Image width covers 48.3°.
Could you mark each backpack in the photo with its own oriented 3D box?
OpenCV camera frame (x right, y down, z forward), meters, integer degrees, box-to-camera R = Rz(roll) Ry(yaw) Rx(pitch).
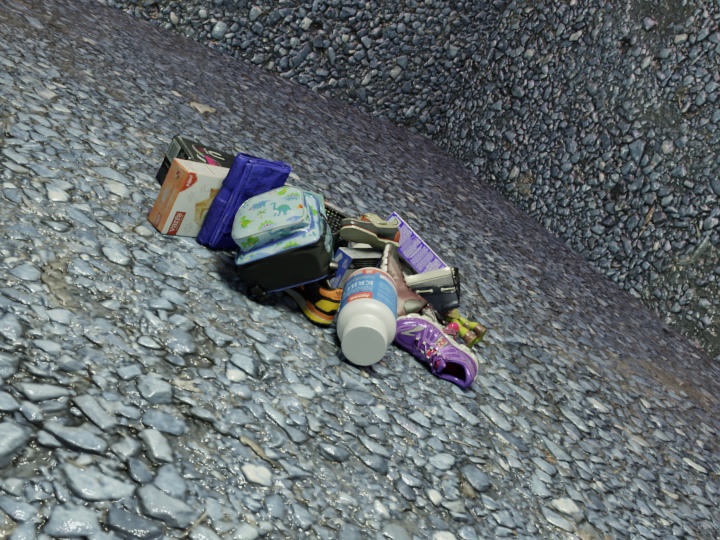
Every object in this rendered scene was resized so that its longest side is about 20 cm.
[{"bbox_3d":[-0.144,-0.069,1.494,0.201,0.181,0.148,-97,168,-59],"label":"backpack"}]

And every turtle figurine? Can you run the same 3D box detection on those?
[{"bbox_3d":[0.209,0.105,1.834,0.161,0.065,0.199,37,19,20],"label":"turtle figurine"}]

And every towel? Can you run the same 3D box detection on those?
[{"bbox_3d":[-0.222,-0.128,1.570,0.050,0.201,0.147,43,23,31],"label":"towel"}]

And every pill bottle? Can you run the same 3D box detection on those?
[{"bbox_3d":[0.013,0.086,1.492,0.111,0.113,0.201,26,25,-10],"label":"pill bottle"}]

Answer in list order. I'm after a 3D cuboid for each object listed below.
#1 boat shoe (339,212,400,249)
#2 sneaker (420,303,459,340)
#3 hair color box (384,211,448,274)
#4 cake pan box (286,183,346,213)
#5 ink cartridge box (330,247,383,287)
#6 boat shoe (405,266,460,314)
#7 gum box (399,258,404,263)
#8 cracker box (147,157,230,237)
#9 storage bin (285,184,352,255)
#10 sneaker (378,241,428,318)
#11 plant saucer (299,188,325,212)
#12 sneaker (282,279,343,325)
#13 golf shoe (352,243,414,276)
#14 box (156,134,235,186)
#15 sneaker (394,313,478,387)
[{"bbox_3d":[0.021,-0.090,1.718,0.070,0.064,0.199,-6,-12,35],"label":"boat shoe"},{"bbox_3d":[0.120,0.097,1.705,0.199,0.075,0.080,34,19,13],"label":"sneaker"},{"bbox_3d":[0.126,-0.038,1.852,0.200,0.065,0.109,48,-1,7],"label":"hair color box"},{"bbox_3d":[-0.145,-0.154,1.952,0.182,0.053,0.200,24,13,11],"label":"cake pan box"},{"bbox_3d":[0.000,0.000,1.744,0.044,0.095,0.199,37,19,25],"label":"ink cartridge box"},{"bbox_3d":[0.127,0.059,1.757,0.075,0.197,0.094,18,59,-74],"label":"boat shoe"},{"bbox_3d":[0.114,-0.022,2.020,0.113,0.067,0.200,17,22,-39],"label":"gum box"},{"bbox_3d":[-0.301,-0.134,1.571,0.058,0.135,0.199,41,21,32],"label":"cracker box"},{"bbox_3d":[-0.127,-0.095,1.751,0.198,0.095,0.135,29,26,15],"label":"storage bin"},{"bbox_3d":[0.088,0.037,1.675,0.114,0.076,0.202,10,58,0],"label":"sneaker"},{"bbox_3d":[-0.103,-0.123,1.693,0.069,0.019,0.201,14,27,-14],"label":"plant saucer"},{"bbox_3d":[-0.102,0.016,1.550,0.069,0.091,0.200,7,29,-49],"label":"sneaker"},{"bbox_3d":[0.048,0.003,1.874,0.091,0.076,0.199,-15,43,-44],"label":"golf shoe"},{"bbox_3d":[-0.323,-0.198,1.750,0.198,0.107,0.122,16,23,-39],"label":"box"},{"bbox_3d":[0.146,0.158,1.584,0.198,0.081,0.084,30,25,1],"label":"sneaker"}]
